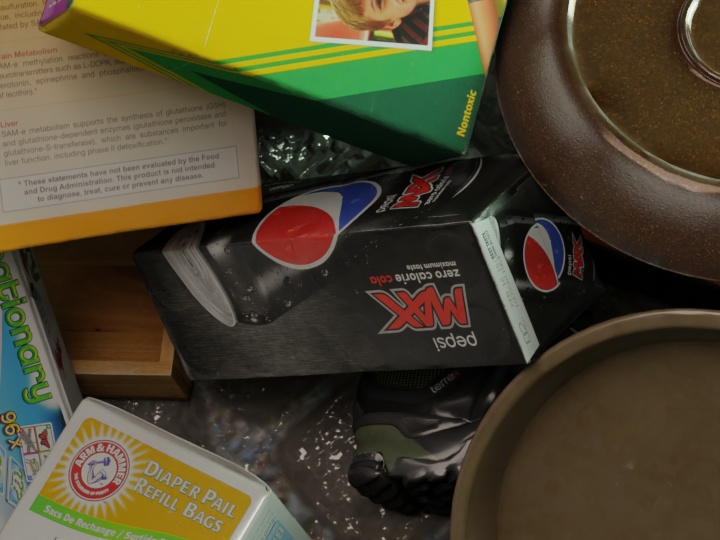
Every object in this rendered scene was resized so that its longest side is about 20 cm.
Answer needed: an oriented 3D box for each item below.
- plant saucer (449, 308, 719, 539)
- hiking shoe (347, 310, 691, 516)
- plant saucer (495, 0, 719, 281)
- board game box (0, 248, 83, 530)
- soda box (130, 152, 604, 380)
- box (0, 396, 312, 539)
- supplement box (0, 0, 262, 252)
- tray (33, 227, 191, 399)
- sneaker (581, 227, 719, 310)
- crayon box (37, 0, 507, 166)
[{"bbox_3d":[0.135,0.110,1.144,0.199,0.029,0.201,3,104,14],"label":"plant saucer"},{"bbox_3d":[0.088,0.041,1.212,0.199,0.076,0.101,-9,68,10],"label":"hiking shoe"},{"bbox_3d":[0.154,-0.089,1.138,0.199,0.032,0.201,0,61,0],"label":"plant saucer"},{"bbox_3d":[-0.200,0.026,1.248,0.126,0.035,0.201,-16,100,6],"label":"board game box"},{"bbox_3d":[0.000,0.000,1.196,0.199,0.071,0.063,-5,26,42],"label":"soda box"},{"bbox_3d":[-0.108,0.173,1.177,0.101,0.113,0.201,23,74,27],"label":"box"},{"bbox_3d":[-0.118,-0.117,1.184,0.125,0.073,0.201,-8,101,-21],"label":"supplement box"},{"bbox_3d":[-0.172,0.007,1.311,0.199,0.037,0.099,0,67,14],"label":"tray"},{"bbox_3d":[0.169,-0.030,1.223,0.201,0.067,0.108,23,75,30],"label":"sneaker"},{"bbox_3d":[-0.017,-0.165,1.138,0.172,0.058,0.201,19,79,-21],"label":"crayon box"}]
